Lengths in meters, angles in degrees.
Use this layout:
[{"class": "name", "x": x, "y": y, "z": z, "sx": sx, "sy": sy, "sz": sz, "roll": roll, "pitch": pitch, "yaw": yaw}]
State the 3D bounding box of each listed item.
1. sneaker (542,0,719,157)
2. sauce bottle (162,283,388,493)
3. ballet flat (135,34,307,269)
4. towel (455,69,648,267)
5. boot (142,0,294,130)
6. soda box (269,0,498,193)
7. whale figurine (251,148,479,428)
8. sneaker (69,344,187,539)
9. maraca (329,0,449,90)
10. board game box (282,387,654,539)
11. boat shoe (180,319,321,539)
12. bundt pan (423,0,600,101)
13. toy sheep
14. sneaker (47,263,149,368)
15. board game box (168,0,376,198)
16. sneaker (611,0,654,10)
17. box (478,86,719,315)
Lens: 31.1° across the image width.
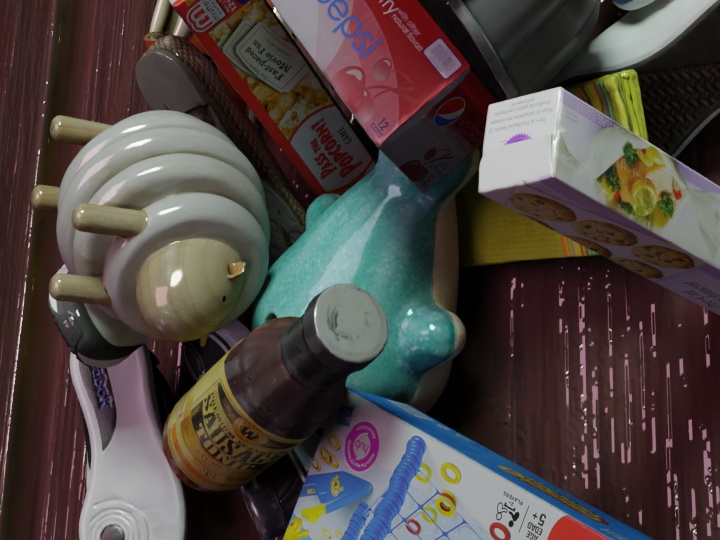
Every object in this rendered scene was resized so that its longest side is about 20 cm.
[{"class": "sneaker", "x": 0.164, "y": -0.110, "z": 0.675, "sx": 0.199, "sy": 0.073, "sz": 0.085, "roll": -27, "pitch": 23, "yaw": 49}, {"class": "sauce bottle", "x": -0.048, "y": 0.063, "z": 0.685, "sx": 0.200, "sy": 0.065, "sz": 0.067, "roll": 134, "pitch": 136, "yaw": -54}, {"class": "ballet flat", "x": -0.075, "y": -0.066, "z": 0.845, "sx": 0.067, "sy": 0.201, "sz": 0.046, "roll": -22, "pitch": 18, "yaw": 40}, {"class": "towel", "x": 0.087, "y": -0.047, "z": 0.697, "sx": 0.199, "sy": 0.018, "sz": 0.088, "roll": -6, "pitch": 93, "yaw": 63}, {"class": "boot", "x": -0.125, "y": -0.125, "z": 0.948, "sx": 0.075, "sy": 0.106, "sz": 0.203, "roll": 17, "pitch": 91, "yaw": 46}, {"class": "soda box", "x": -0.004, "y": -0.141, "z": 0.704, "sx": 0.063, "sy": 0.070, "sz": 0.201, "roll": -39, "pitch": 61, "yaw": 9}, {"class": "whale figurine", "x": 0.000, "y": 0.000, "z": 0.749, "sx": 0.159, "sy": 0.103, "sz": 0.202, "roll": 49, "pitch": 129, "yaw": 44}, {"class": "sneaker", "x": -0.150, "y": 0.142, "z": 0.900, "sx": 0.072, "sy": 0.112, "sz": 0.203, "roll": -9, "pitch": 75, "yaw": 2}, {"class": "maraca", "x": 0.042, "y": -0.190, "z": 0.785, "sx": 0.137, "sy": 0.106, "sz": 0.202, "roll": 42, "pitch": 108, "yaw": 45}, {"class": "board game box", "x": 0.032, "y": 0.186, "z": 0.636, "sx": 0.199, "sy": 0.055, "sz": 0.198, "roll": 23, "pitch": 93, "yaw": 47}, {"class": "boat shoe", "x": -0.082, "y": 0.093, "z": 0.830, "sx": 0.200, "sy": 0.070, "sz": 0.073, "roll": 43, "pitch": 153, "yaw": 51}, {"class": "bundt pan", "x": 0.049, "y": -0.178, "z": 0.632, "sx": 0.075, "sy": 0.202, "sz": 0.203, "roll": -36, "pitch": 50, "yaw": 7}, {"class": "toy sheep", "x": -0.120, "y": -0.032, "z": 0.763, "sx": 0.138, "sy": 0.137, "sz": 0.201, "roll": -49, "pitch": 40, "yaw": 24}, {"class": "sneaker", "x": -0.129, "y": 0.002, "z": 0.859, "sx": 0.079, "sy": 0.200, "sz": 0.074, "roll": -25, "pitch": 96, "yaw": 29}, {"class": "board game box", "x": -0.070, "y": -0.145, "z": 0.818, "sx": 0.046, "sy": 0.200, "sz": 0.152, "roll": -36, "pitch": 45, "yaw": 3}, {"class": "sneaker", "x": 0.146, "y": -0.246, "z": 0.653, "sx": 0.080, "sy": 0.115, "sz": 0.201, "roll": -4, "pitch": 56, "yaw": 54}, {"class": "box", "x": 0.129, "y": -0.023, "z": 0.566, "sx": 0.041, "sy": 0.199, "sz": 0.039, "roll": -6, "pitch": 69, "yaw": 44}]
